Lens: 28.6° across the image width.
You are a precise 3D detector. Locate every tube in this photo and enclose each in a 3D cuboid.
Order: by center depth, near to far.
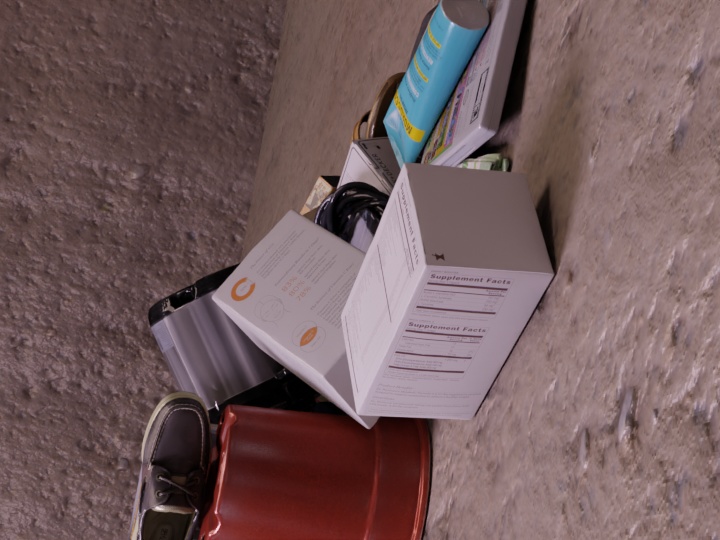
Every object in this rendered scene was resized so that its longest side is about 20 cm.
[{"bbox_3d":[0.068,-0.187,1.406,0.200,0.050,0.078,118,147,-48],"label":"tube"}]

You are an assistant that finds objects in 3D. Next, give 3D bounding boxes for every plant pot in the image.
[{"bbox_3d":[-0.052,0.223,1.395,0.201,0.194,0.202,-169,90,-79],"label":"plant pot"}]

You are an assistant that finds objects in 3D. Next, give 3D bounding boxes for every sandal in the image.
[{"bbox_3d":[0.018,-0.157,1.746,0.054,0.080,0.201,38,132,28],"label":"sandal"}]

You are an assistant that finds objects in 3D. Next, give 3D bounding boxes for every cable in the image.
[{"bbox_3d":[0.000,0.000,1.499,0.200,0.051,0.164,-52,56,47],"label":"cable"}]

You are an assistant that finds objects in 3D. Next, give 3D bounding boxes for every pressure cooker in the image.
[{"bbox_3d":[-0.126,0.099,1.577,0.201,0.178,0.176,64,-171,4],"label":"pressure cooker"}]

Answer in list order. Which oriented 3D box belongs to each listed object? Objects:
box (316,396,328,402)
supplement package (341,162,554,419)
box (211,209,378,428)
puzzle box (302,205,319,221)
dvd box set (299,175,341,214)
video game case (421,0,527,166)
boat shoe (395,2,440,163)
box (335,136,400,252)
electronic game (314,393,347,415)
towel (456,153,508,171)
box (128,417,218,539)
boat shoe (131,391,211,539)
[{"bbox_3d":[-0.076,0.159,1.792,0.102,0.094,0.201,-35,36,32],"label":"box"},{"bbox_3d":[0.066,0.022,1.174,0.201,0.109,0.114,113,154,-47],"label":"supplement package"},{"bbox_3d":[-0.031,0.044,1.391,0.124,0.098,0.200,-48,43,-10],"label":"box"},{"bbox_3d":[-0.030,-0.012,1.696,0.025,0.133,0.201,41,143,26],"label":"puzzle box"},{"bbox_3d":[-0.043,-0.025,1.723,0.029,0.146,0.201,40,115,27],"label":"dvd box set"},{"bbox_3d":[0.114,-0.200,1.380,0.182,0.022,0.201,144,142,-70],"label":"video game case"},{"bbox_3d":[0.082,-0.199,1.502,0.063,0.071,0.201,129,155,-63],"label":"boat shoe"},{"bbox_3d":[0.015,-0.034,1.569,0.117,0.060,0.201,52,138,38],"label":"box"},{"bbox_3d":[-0.046,0.188,1.614,0.199,0.042,0.201,-30,40,30],"label":"electronic game"},{"bbox_3d":[0.095,-0.036,1.371,0.200,0.023,0.154,-163,84,-78],"label":"towel"},{"bbox_3d":[-0.135,0.247,1.490,0.048,0.199,0.160,-160,80,-70],"label":"box"},{"bbox_3d":[-0.183,0.221,1.389,0.066,0.071,0.202,-130,50,-65],"label":"boat shoe"}]
